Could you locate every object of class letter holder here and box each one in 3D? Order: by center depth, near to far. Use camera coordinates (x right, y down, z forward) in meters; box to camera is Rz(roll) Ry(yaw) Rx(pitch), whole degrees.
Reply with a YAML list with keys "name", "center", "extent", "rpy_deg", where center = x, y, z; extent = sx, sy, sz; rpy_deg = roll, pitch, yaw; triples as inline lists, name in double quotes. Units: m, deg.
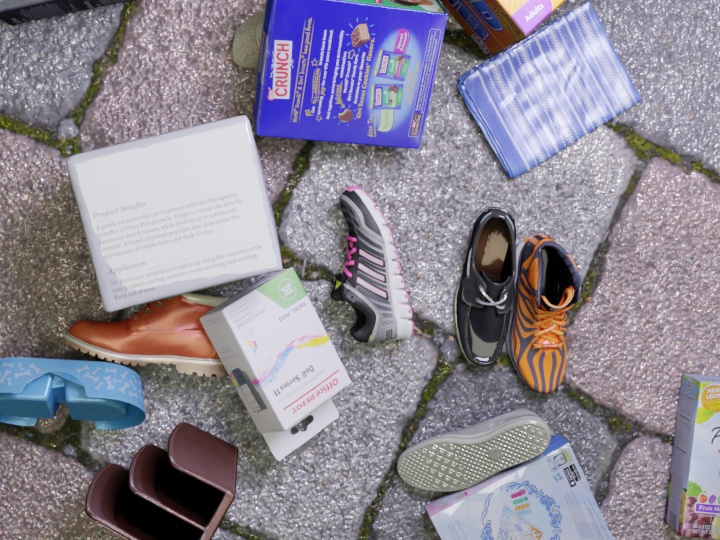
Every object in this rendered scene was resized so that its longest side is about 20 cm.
- name: "letter holder"
  center: [-0.226, 0.239, 1.222]
  extent: [0.141, 0.200, 0.101]
  rpy_deg: [30, 91, -7]

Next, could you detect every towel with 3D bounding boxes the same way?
- name: "towel"
  center: [0.234, -0.223, 1.319]
  extent: [0.199, 0.024, 0.145]
  rpy_deg: [-31, 98, -3]

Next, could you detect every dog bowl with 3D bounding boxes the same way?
- name: "dog bowl"
  center: [-0.350, 0.144, 1.250]
  extent: [0.198, 0.112, 0.050]
  rpy_deg: [4, 62, -6]

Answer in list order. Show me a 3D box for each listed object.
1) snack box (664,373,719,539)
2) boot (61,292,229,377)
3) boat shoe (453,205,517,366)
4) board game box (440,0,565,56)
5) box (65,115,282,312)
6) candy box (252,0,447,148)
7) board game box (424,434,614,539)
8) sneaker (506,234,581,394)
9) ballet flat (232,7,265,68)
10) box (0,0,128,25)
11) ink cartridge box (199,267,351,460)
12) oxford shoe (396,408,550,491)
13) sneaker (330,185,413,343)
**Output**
- name: "snack box"
  center: [0.490, 0.241, 1.365]
  extent: [0.167, 0.068, 0.202]
  rpy_deg: [5, 93, -6]
- name: "boot"
  center: [-0.252, 0.064, 1.274]
  extent: [0.198, 0.075, 0.108]
  rpy_deg: [7, 91, -15]
- name: "boat shoe"
  center: [0.156, 0.022, 1.310]
  extent: [0.071, 0.068, 0.202]
  rpy_deg: [6, 98, -2]
- name: "board game box"
  center: [0.174, -0.395, 1.209]
  extent: [0.200, 0.200, 0.200]
  rpy_deg: [-42, 98, 0]
- name: "box"
  center: [-0.201, -0.069, 1.199]
  extent: [0.197, 0.200, 0.173]
  rpy_deg: [-14, 98, -4]
- name: "candy box"
  center: [-0.017, -0.238, 1.225]
  extent: [0.198, 0.077, 0.170]
  rpy_deg: [3, 120, -15]
- name: "board game box"
  center: [0.212, 0.343, 1.352]
  extent: [0.198, 0.043, 0.201]
  rpy_deg: [-27, 101, -4]
- name: "sneaker"
  center: [0.224, 0.059, 1.298]
  extent: [0.077, 0.112, 0.202]
  rpy_deg: [-7, 96, -5]
- name: "ballet flat"
  center: [-0.063, -0.297, 1.261]
  extent: [0.199, 0.062, 0.068]
  rpy_deg: [-23, 97, -3]
- name: "box"
  center: [-0.343, -0.399, 1.202]
  extent: [0.181, 0.104, 0.202]
  rpy_deg: [-13, 96, -3]
- name: "ink cartridge box"
  center: [-0.090, 0.113, 1.269]
  extent: [0.117, 0.067, 0.201]
  rpy_deg: [-33, 99, -35]
- name: "oxford shoe"
  center: [0.142, 0.225, 1.336]
  extent: [0.199, 0.058, 0.076]
  rpy_deg: [-20, 104, 11]
- name: "sneaker"
  center: [0.000, 0.000, 1.288]
  extent: [0.087, 0.074, 0.201]
  rpy_deg: [-18, 102, -10]
